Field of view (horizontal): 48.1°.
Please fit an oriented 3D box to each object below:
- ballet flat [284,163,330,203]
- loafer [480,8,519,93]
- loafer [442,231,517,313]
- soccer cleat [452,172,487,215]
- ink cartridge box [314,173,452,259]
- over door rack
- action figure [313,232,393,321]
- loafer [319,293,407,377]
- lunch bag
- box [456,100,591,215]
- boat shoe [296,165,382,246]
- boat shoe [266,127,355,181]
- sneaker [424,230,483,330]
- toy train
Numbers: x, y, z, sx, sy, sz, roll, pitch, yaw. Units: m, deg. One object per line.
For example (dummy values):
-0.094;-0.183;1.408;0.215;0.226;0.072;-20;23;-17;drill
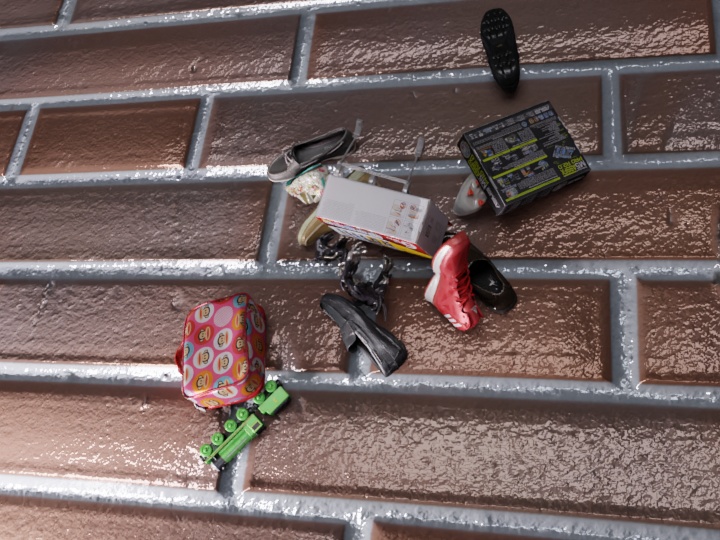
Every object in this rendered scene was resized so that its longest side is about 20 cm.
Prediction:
-0.102;-0.162;1.572;0.075;0.200;0.064;-27;97;-12;ballet flat
0.284;-0.447;1.638;0.067;0.071;0.202;-11;59;10;loafer
0.205;-0.010;1.456;0.073;0.071;0.200;-43;62;-8;loafer
0.242;-0.181;1.535;0.069;0.077;0.200;46;65;-8;soccer cleat
0.048;-0.089;1.450;0.198;0.175;0.085;16;85;24;ink cartridge box
0.037;-0.204;1.559;0.146;0.067;0.201;17;40;3;over door rack
0.000;0.000;1.482;0.102;0.119;0.200;-51;55;7;action figure
-0.005;0.114;1.455;0.200;0.068;0.070;37;71;23;loafer
-0.263;0.151;1.485;0.175;0.082;0.201;-17;54;18;lunch bag
0.301;-0.210;1.487;0.199;0.044;0.161;-23;76;-18;box
-0.038;-0.114;1.578;0.076;0.072;0.200;42;82;11;boat shoe
-0.107;-0.245;1.660;0.198;0.057;0.067;-20;62;5;boat shoe
0.180;0.025;1.384;0.078;0.201;0.116;-33;66;-20;sneaker
-0.205;0.279;1.448;0.056;0.042;0.200;43;81;17;toy train
